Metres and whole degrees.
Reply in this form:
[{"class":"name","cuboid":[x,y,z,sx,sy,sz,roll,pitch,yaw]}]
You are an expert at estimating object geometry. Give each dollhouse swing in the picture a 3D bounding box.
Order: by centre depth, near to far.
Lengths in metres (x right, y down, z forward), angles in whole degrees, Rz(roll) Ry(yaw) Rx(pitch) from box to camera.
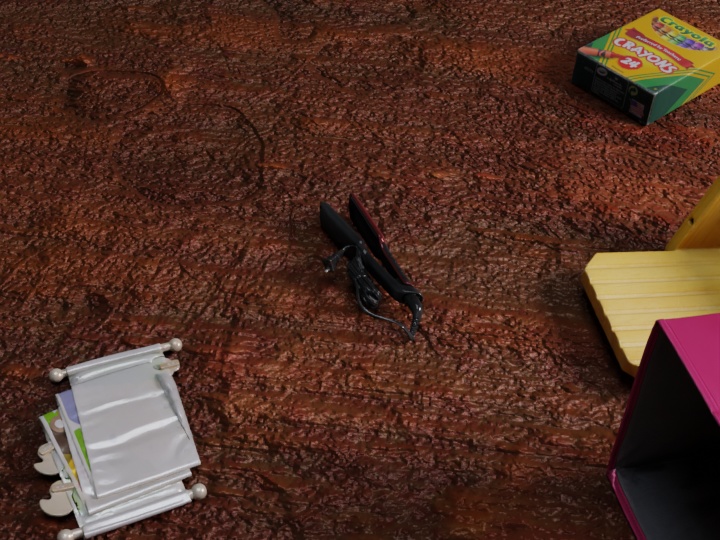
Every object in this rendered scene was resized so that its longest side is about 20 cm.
[{"class":"dollhouse swing","cuboid":[0.342,0.000,1.038,0.175,0.182,0.201,10,40,-22]}]

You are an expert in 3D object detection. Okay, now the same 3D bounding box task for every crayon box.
[{"class":"crayon box","cuboid":[0.384,-0.269,1.396,0.199,0.051,0.127,-30,52,-30]}]

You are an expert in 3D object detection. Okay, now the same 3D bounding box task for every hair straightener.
[{"class":"hair straightener","cuboid":[0.000,0.000,1.109,0.077,0.041,0.200,-16,51,-19]}]

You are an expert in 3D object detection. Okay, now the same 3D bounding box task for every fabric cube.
[{"class":"fabric cube","cuboid":[0.335,0.159,0.841,0.198,0.197,0.201,-6,43,-12]}]

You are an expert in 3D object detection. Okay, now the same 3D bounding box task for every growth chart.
[{"class":"growth chart","cuboid":[-0.213,0.143,0.954,0.144,0.018,0.201,-10,45,-13]}]
